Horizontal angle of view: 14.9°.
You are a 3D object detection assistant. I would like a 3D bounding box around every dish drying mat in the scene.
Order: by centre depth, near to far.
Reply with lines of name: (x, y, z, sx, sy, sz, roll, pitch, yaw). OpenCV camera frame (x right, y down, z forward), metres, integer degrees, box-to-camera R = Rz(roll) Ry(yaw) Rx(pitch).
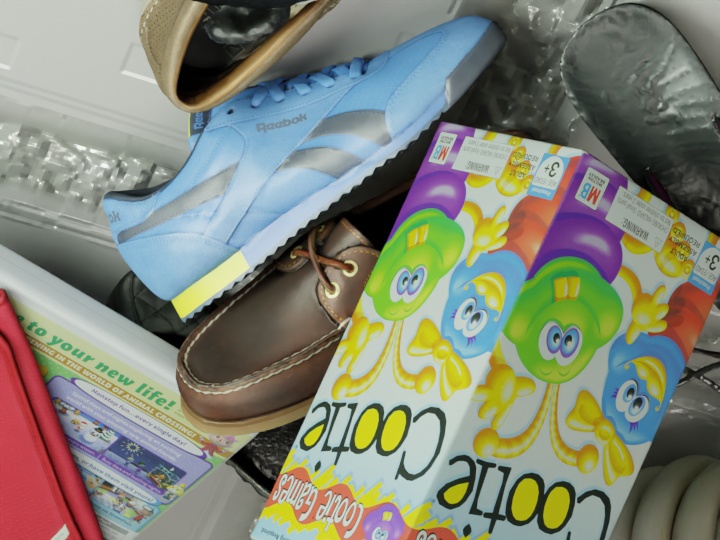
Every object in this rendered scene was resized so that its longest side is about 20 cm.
dish drying mat: (-0.174, 0.086, 1.283, 0.077, 0.018, 0.200, -4, 133, 12)

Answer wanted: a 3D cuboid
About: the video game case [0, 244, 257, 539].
video game case: (-0.175, 0.067, 1.293, 0.200, 0.022, 0.182, 32, 129, -22)

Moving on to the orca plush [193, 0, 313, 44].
orca plush: (-0.076, -0.157, 1.115, 0.200, 0.071, 0.105, 26, 97, 14)

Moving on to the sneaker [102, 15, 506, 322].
sneaker: (-0.028, -0.063, 1.230, 0.200, 0.066, 0.079, -37, 91, 11)

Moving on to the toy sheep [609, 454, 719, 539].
toy sheep: (0.170, 0.157, 1.372, 0.200, 0.138, 0.138, -13, 130, 34)

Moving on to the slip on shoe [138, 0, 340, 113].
slip on shoe: (-0.021, -0.145, 1.168, 0.200, 0.061, 0.076, -39, 120, 23)

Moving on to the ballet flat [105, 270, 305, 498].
ballet flat: (-0.054, 0.075, 1.334, 0.066, 0.057, 0.200, -35, 119, 22)

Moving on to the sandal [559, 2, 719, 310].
sandal: (0.162, -0.031, 1.223, 0.075, 0.048, 0.200, -44, 92, 13)

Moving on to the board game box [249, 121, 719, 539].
board game box: (0.056, 0.052, 1.176, 0.103, 0.105, 0.200, 29, 82, -35)

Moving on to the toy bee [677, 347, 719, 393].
toy bee: (0.074, 0.090, 1.306, 0.199, 0.131, 0.109, 7, 101, 2)

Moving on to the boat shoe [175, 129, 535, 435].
boat shoe: (0.000, 0.000, 1.245, 0.200, 0.070, 0.070, -32, 143, -17)
